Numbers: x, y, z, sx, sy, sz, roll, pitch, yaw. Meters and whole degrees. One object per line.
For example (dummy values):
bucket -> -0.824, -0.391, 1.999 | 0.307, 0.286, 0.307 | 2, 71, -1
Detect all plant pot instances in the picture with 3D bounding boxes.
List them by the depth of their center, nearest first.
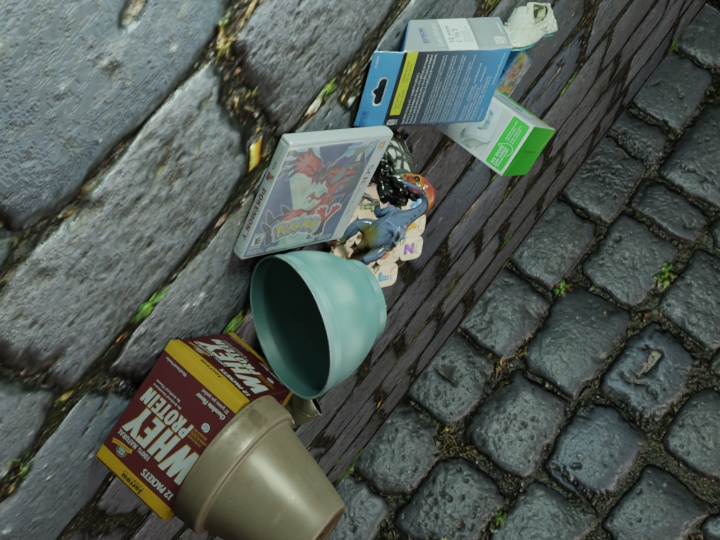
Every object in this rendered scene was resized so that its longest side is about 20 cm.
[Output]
plant pot -> -0.116, 0.293, 1.260 | 0.201, 0.173, 0.201 | -49, 165, -18
plant pot -> -0.047, 0.060, 1.350 | 0.132, 0.201, 0.202 | -19, 149, -32

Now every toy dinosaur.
toy dinosaur -> 0.033, -0.073, 1.416 | 0.179, 0.107, 0.200 | -27, 173, 11

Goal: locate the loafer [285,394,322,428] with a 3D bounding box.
loafer -> -0.099, 0.151, 1.560 | 0.075, 0.068, 0.205 | -59, 142, -76

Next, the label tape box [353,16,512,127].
label tape box -> 0.090, -0.268, 1.315 | 0.196, 0.067, 0.144 | -5, 146, -16

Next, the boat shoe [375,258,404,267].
boat shoe -> 0.000, 0.000, 1.602 | 0.198, 0.071, 0.061 | -20, 127, -35

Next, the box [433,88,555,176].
box -> 0.205, -0.240, 1.570 | 0.098, 0.176, 0.199 | -56, 165, 17

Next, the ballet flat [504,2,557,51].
ballet flat -> 0.282, -0.422, 1.651 | 0.200, 0.071, 0.072 | -37, 159, -55

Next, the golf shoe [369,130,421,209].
golf shoe -> 0.024, -0.167, 1.400 | 0.076, 0.096, 0.200 | -15, 153, 21

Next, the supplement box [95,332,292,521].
supplement box -> -0.222, 0.208, 1.342 | 0.199, 0.132, 0.200 | -55, 166, 9

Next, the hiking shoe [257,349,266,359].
hiking shoe -> -0.168, 0.202, 1.570 | 0.199, 0.100, 0.076 | -35, 159, -52

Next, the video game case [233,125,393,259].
video game case -> -0.059, -0.103, 1.264 | 0.198, 0.023, 0.184 | -14, 141, -47

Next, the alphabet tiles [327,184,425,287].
alphabet tiles -> 0.027, -0.065, 1.534 | 0.193, 0.015, 0.204 | -12, 119, -36

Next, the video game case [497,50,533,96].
video game case -> 0.258, -0.331, 1.850 | 0.202, 0.018, 0.143 | -56, 166, 11

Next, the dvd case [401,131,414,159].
dvd case -> 0.022, -0.121, 1.588 | 0.201, 0.016, 0.149 | -51, 166, -8
